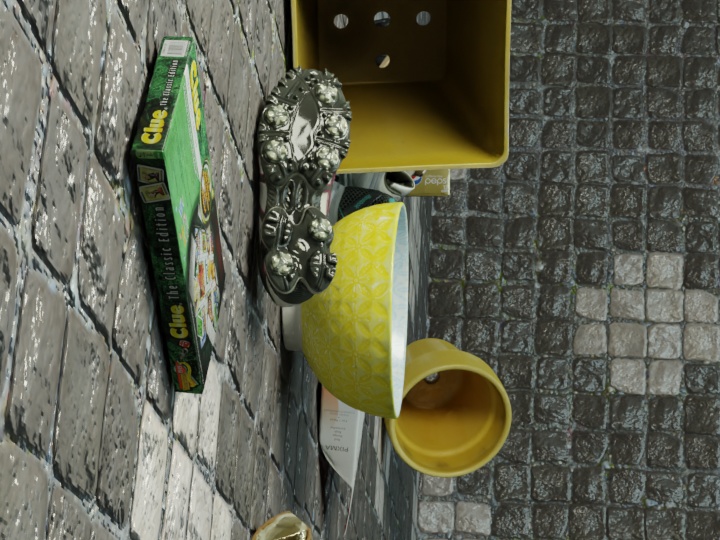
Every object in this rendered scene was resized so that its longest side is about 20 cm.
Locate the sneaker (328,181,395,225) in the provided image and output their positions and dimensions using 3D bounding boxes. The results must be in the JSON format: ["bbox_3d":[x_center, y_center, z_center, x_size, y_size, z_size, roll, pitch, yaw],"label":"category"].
[{"bbox_3d":[0.000,0.000,1.741,0.078,0.091,0.201,-77,167,-59],"label":"sneaker"}]

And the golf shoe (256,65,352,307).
[{"bbox_3d":[-0.057,-0.068,1.348,0.088,0.077,0.201,133,-35,-68],"label":"golf shoe"}]

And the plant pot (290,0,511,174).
[{"bbox_3d":[0.029,-0.217,1.565,0.177,0.198,0.201,-106,-166,-67],"label":"plant pot"}]

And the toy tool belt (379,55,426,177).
[{"bbox_3d":[0.034,-0.149,1.904,0.123,0.124,0.201,-68,161,-50],"label":"toy tool belt"}]

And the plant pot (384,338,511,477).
[{"bbox_3d":[0.128,0.204,2.668,0.189,0.199,0.202,-112,-160,-66],"label":"plant pot"}]

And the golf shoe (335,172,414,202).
[{"bbox_3d":[0.012,-0.077,1.824,0.200,0.096,0.079,86,6,-57],"label":"golf shoe"}]

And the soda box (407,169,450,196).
[{"bbox_3d":[0.053,-0.129,2.058,0.200,0.064,0.068,-164,-106,-74],"label":"soda box"}]

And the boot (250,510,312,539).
[{"bbox_3d":[-0.055,0.298,1.413,0.175,0.066,0.201,-75,165,-68],"label":"boot"}]

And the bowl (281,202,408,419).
[{"bbox_3d":[-0.015,0.035,1.519,0.200,0.107,0.202,2,90,-84],"label":"bowl"}]

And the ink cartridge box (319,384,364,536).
[{"bbox_3d":[-0.021,0.173,1.872,0.162,0.050,0.201,-78,177,-63],"label":"ink cartridge box"}]

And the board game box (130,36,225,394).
[{"bbox_3d":[-0.107,-0.030,0.998,0.105,0.023,0.201,-80,170,-45],"label":"board game box"}]

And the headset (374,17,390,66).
[{"bbox_3d":[0.056,-0.244,1.977,0.200,0.093,0.124,-165,-118,-68],"label":"headset"}]
